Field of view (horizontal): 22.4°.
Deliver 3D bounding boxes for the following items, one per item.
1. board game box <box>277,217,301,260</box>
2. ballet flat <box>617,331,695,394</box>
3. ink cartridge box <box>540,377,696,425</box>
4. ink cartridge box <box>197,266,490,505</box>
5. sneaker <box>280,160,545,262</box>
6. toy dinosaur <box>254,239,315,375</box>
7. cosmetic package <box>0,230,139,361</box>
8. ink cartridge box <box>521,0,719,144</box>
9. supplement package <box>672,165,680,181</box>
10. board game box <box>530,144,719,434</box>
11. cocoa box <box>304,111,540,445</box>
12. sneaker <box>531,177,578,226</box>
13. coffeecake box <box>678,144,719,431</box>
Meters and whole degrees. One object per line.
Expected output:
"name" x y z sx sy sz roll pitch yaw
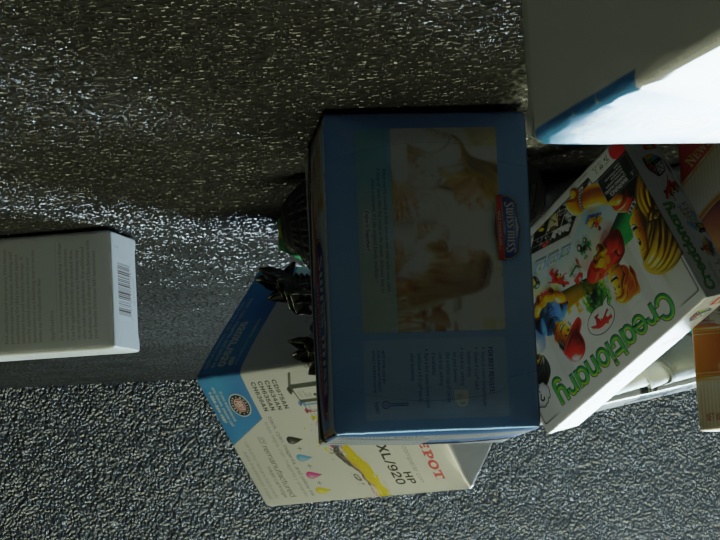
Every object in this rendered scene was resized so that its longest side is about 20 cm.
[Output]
"board game box" 0.042 -0.030 1.542 0.199 0.029 0.135 -4 172 10
"ballet flat" 0.177 0.064 1.393 0.199 0.064 0.067 15 156 17
"ink cartridge box" 0.229 0.038 1.561 0.199 0.147 0.086 -13 171 -6
"ink cartridge box" 0.002 0.088 1.503 0.199 0.148 0.145 -9 -148 30
"sneaker" 0.041 -0.038 1.320 0.199 0.076 0.091 -4 177 15
"toy dinosaur" 0.000 0.000 1.372 0.136 0.102 0.200 -40 -164 -22
"cosmetic package" -0.295 0.026 1.557 0.199 0.102 0.071 -4 174 11
"ink cartridge box" 0.155 -0.115 0.459 0.199 0.146 0.147 -1 173 -15
"supplement package" 0.269 -0.019 1.393 0.113 0.110 0.200 3 171 -34
"board game box" 0.164 0.012 1.260 0.034 0.127 0.200 -11 155 -35
"cocoa box" 0.037 0.009 1.160 0.132 0.201 0.131 -2 172 -5
"sneaker" 0.135 -0.036 1.385 0.199 0.089 0.074 19 157 24
"coffeecake box" 0.302 0.003 1.227 0.153 0.201 0.073 -6 173 20
